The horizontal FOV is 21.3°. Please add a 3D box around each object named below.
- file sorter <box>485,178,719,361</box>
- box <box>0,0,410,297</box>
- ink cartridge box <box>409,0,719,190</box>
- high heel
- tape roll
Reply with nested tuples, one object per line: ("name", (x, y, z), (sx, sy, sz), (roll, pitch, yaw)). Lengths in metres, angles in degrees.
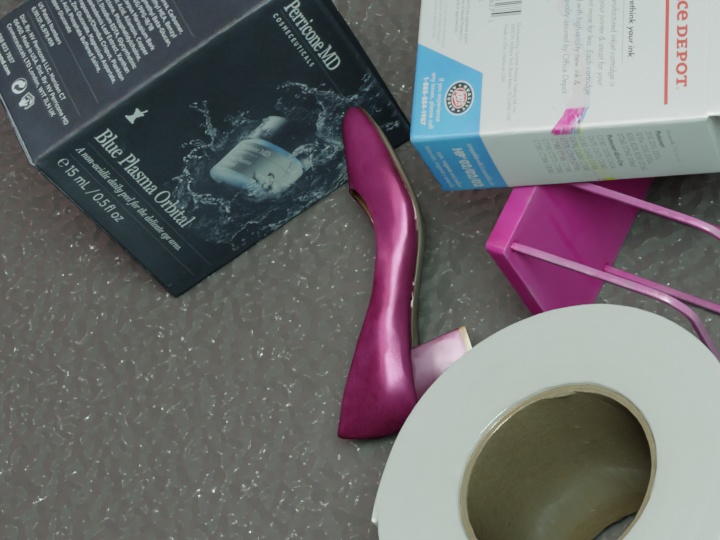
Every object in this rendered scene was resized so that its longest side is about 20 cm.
("file sorter", (0.186, -0.052, 1.086), (0.125, 0.139, 0.201), (19, 74, 29))
("box", (-0.101, -0.115, 1.210), (0.200, 0.197, 0.118), (-34, 57, 5))
("ink cartridge box", (0.133, -0.112, 1.014), (0.199, 0.068, 0.116), (-3, 66, 19))
("high heel", (0.000, 0.000, 1.166), (0.096, 0.067, 0.201), (-21, 71, 2))
("tape roll", (0.127, 0.138, 0.997), (0.202, 0.139, 0.203), (-18, 49, 22))
